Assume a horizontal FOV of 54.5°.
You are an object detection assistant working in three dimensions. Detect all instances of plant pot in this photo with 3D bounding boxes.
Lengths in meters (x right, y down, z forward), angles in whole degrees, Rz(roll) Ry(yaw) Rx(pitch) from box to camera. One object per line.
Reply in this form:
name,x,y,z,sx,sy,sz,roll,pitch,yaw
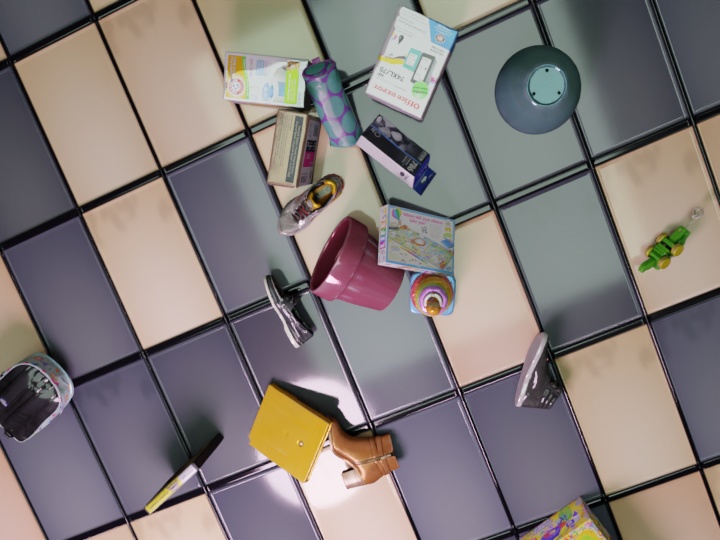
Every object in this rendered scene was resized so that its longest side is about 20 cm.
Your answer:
plant pot,0.000,0.000,1.672,0.177,0.200,0.202,28,101,-16
plant pot,0.410,-0.412,1.583,0.196,0.135,0.204,1,100,5

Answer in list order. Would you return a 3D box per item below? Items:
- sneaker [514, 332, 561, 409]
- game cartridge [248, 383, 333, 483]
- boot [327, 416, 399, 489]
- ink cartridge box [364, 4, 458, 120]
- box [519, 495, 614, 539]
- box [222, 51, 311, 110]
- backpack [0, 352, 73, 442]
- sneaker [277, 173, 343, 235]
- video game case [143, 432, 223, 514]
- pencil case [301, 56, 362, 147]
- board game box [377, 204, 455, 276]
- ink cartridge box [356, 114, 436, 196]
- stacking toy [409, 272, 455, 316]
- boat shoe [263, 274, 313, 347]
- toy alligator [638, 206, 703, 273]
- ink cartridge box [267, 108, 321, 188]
sneaker,0.454,0.252,1.724,0.097,0.071,0.204,14,106,1
game cartridge,-0.184,0.416,1.797,0.198,0.032,0.179,29,102,24
boot,0.005,0.448,1.802,0.152,0.074,0.203,-21,96,1
ink cartridge box,0.117,-0.466,1.595,0.145,0.146,0.203,24,101,1
box,0.542,0.724,1.765,0.199,0.122,0.193,-39,93,10
box,-0.216,-0.445,1.652,0.196,0.101,0.115,7,99,4
backpack,-0.847,0.316,1.813,0.199,0.151,0.178,-41,96,17
sneaker,-0.129,-0.161,1.701,0.200,0.082,0.078,-43,93,11
video game case,-0.445,0.513,1.782,0.180,0.200,0.026,-43,91,10
pencil case,-0.064,-0.383,1.619,0.084,0.093,0.202,-17,129,9
board game box,0.134,-0.068,1.643,0.197,0.034,0.137,10,77,-30
ink cartridge box,0.093,-0.274,1.655,0.199,0.100,0.039,38,142,-3
stacking toy,0.169,0.069,1.651,0.114,0.200,0.112,3,100,5
boat shoe,-0.177,0.093,1.752,0.065,0.075,0.202,-24,97,6
toy alligator,0.740,-0.062,1.653,0.200,0.059,0.054,-47,135,9
ink cartridge box,-0.150,-0.281,1.623,0.074,0.200,0.168,10,101,4
